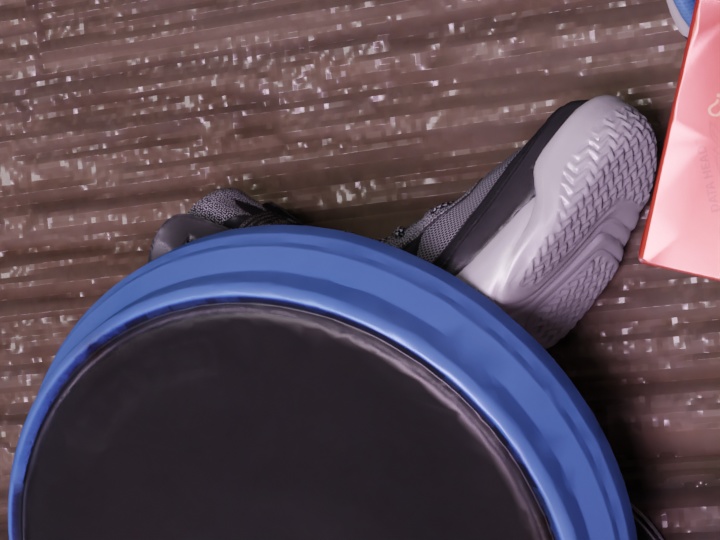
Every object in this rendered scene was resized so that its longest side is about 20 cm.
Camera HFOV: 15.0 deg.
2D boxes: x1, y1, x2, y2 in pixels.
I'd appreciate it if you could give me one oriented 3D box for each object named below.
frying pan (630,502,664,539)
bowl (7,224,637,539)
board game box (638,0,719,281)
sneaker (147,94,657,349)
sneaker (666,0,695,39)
[{"bbox_3d":[0.026,0.142,0.882,0.190,0.031,0.115,-41,70,22],"label":"frying pan"},{"bbox_3d":[-0.017,0.087,0.828,0.199,0.039,0.202,8,113,20],"label":"bowl"},{"bbox_3d":[0.166,-0.084,0.699,0.152,0.040,0.201,12,99,7],"label":"board game box"},{"bbox_3d":[0.000,0.000,0.865,0.114,0.075,0.200,47,116,20],"label":"sneaker"},{"bbox_3d":[0.171,-0.059,0.756,0.199,0.082,0.074,18,99,27],"label":"sneaker"}]
